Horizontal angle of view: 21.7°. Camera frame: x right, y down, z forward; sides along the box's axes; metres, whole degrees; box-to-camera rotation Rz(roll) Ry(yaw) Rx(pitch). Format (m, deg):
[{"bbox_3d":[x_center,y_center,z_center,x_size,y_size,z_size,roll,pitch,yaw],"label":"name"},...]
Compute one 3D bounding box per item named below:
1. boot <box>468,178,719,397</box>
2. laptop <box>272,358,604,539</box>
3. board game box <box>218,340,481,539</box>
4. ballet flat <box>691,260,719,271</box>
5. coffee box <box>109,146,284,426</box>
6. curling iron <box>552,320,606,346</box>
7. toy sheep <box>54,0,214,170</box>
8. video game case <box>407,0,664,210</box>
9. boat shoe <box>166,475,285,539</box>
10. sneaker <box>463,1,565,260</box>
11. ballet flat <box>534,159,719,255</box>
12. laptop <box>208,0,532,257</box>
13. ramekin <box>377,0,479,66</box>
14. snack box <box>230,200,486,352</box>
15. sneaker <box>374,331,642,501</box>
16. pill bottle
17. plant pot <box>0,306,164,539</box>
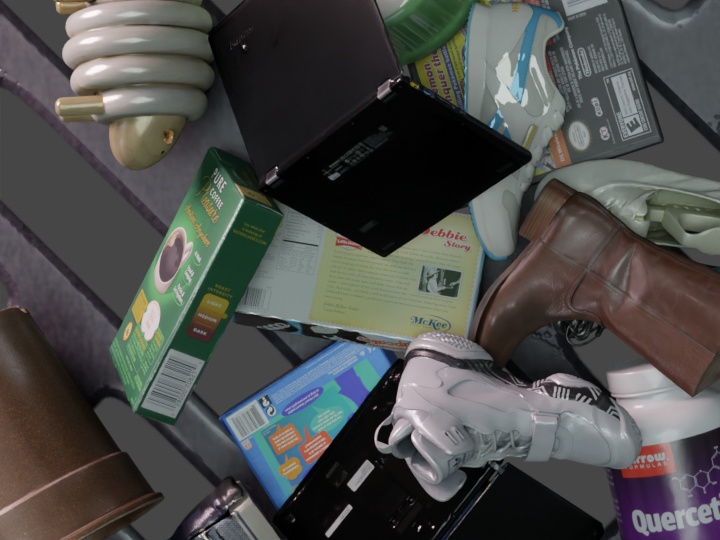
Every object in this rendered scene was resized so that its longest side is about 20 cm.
[{"bbox_3d":[0.193,0.053,1.447,0.199,0.064,0.188,32,116,19],"label":"boot"},{"bbox_3d":[0.063,0.207,1.534,0.200,0.103,0.178,43,100,27],"label":"laptop"},{"bbox_3d":[-0.002,0.165,1.565,0.151,0.045,0.201,-32,91,9],"label":"board game box"},{"bbox_3d":[0.264,0.024,1.504,0.198,0.073,0.074,8,97,1],"label":"ballet flat"},{"bbox_3d":[-0.135,0.012,1.521,0.044,0.123,0.201,22,103,-25],"label":"coffee box"},{"bbox_3d":[0.180,-0.039,1.531,0.049,0.026,0.203,-1,91,-14],"label":"curling iron"},{"bbox_3d":[-0.180,-0.182,1.511,0.136,0.138,0.203,-2,91,8],"label":"toy sheep"},{"bbox_3d":[0.129,-0.172,1.510,0.179,0.025,0.202,-17,90,13],"label":"video game case"},{"bbox_3d":[-0.085,0.270,1.550,0.092,0.075,0.201,-37,107,-5],"label":"boat shoe"},{"bbox_3d":[0.120,-0.108,1.465,0.080,0.077,0.203,1,98,5],"label":"sneaker"},{"bbox_3d":[0.238,-0.044,1.480,0.197,0.069,0.070,7,97,-4],"label":"ballet flat"},{"bbox_3d":[0.002,-0.133,1.432,0.199,0.117,0.187,28,142,-26],"label":"laptop"},{"bbox_3d":[0.000,-0.264,1.472,0.198,0.098,0.203,-1,88,17],"label":"ramekin"},{"bbox_3d":[0.000,0.000,1.528,0.198,0.037,0.117,10,71,7],"label":"snack box"},{"bbox_3d":[0.109,0.129,1.434,0.198,0.115,0.076,22,140,13],"label":"sneaker"},{"bbox_3d":[0.254,0.170,1.497,0.111,0.112,0.202,-13,94,9],"label":"pill bottle"},{"bbox_3d":[-0.295,0.152,1.537,0.199,0.200,0.199,-32,84,10],"label":"plant pot"}]
